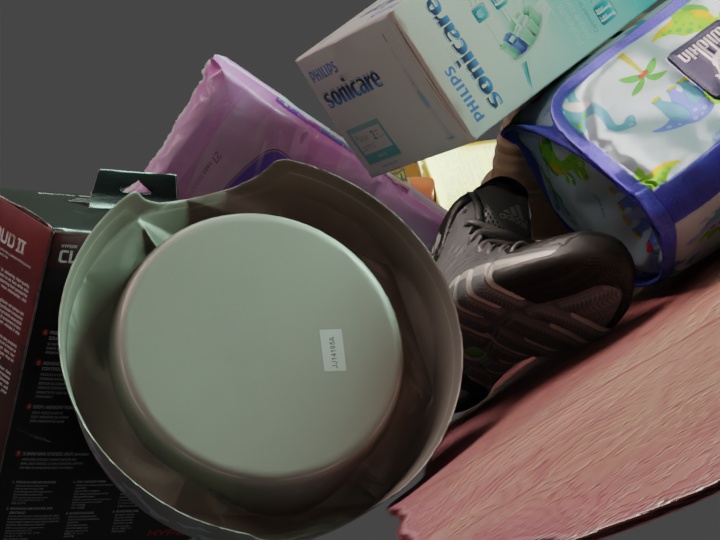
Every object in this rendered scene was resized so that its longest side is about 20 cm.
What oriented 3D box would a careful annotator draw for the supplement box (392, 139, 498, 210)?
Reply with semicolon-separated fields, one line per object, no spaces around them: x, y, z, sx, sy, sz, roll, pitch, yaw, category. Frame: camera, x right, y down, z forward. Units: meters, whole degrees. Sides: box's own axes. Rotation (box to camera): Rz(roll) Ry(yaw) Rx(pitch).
0.107;-0.053;1.766;0.199;0.069;0.066;-10;-15;-37;supplement box

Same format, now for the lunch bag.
0.182;-0.079;1.313;0.170;0.128;0.200;-36;12;-7;lunch bag

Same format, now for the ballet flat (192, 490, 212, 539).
-0.031;0.089;1.344;0.072;0.072;0.201;-33;30;49;ballet flat

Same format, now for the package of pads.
-0.038;-0.022;1.509;0.121;0.200;0.076;-55;4;8;package of pads

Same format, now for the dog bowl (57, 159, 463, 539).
-0.052;0.045;1.271;0.200;0.200;0.059;-36;-12;-25;dog bowl

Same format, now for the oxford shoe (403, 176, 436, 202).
0.000;0.000;1.637;0.072;0.072;0.200;4;-33;-6;oxford shoe

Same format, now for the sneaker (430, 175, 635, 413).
0.078;-0.010;1.348;0.200;0.075;0.116;-33;36;52;sneaker

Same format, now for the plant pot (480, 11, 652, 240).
0.160;-0.095;1.509;0.200;0.093;0.201;-15;13;4;plant pot

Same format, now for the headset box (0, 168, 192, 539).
-0.136;0.045;1.369;0.148;0.201;0.077;2;17;-40;headset box

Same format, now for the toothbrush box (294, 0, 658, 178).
0.082;-0.147;1.417;0.200;0.086;0.146;-37;8;-22;toothbrush box
